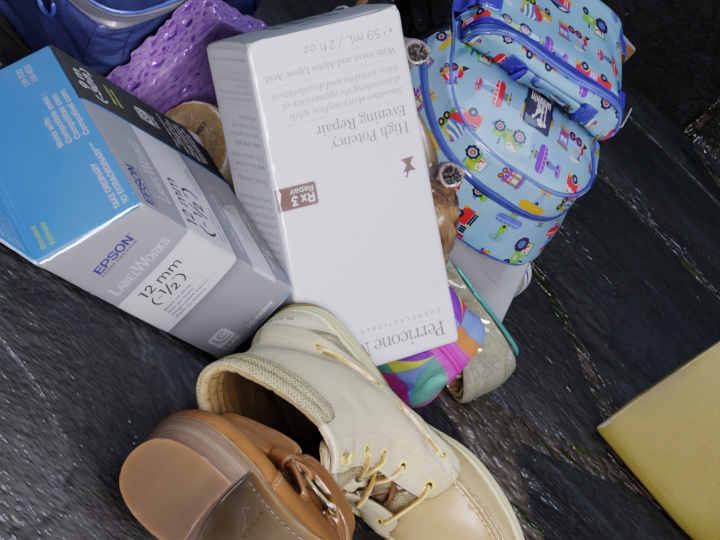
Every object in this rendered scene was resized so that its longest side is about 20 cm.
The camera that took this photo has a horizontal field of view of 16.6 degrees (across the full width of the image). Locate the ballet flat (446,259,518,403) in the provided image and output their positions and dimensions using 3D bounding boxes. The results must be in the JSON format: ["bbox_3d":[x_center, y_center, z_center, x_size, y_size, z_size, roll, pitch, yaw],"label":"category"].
[{"bbox_3d":[0.036,0.004,1.714,0.201,0.062,0.067,54,-19,-4],"label":"ballet flat"}]

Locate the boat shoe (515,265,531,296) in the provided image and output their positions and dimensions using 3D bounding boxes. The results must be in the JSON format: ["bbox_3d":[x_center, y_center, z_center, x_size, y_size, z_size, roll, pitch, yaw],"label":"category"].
[{"bbox_3d":[0.051,-0.023,1.906,0.199,0.072,0.062,31,36,-26],"label":"boat shoe"}]

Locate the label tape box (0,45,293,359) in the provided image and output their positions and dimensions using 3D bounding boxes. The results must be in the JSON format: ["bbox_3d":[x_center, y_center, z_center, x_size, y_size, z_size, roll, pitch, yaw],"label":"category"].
[{"bbox_3d":[-0.142,-0.048,1.357,0.200,0.066,0.144,34,18,-48],"label":"label tape box"}]

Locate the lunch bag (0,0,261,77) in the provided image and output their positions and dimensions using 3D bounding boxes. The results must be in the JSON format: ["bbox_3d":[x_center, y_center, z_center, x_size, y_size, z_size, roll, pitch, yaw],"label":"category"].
[{"bbox_3d":[-0.142,-0.214,1.560,0.200,0.133,0.136,-32,74,-38],"label":"lunch bag"}]

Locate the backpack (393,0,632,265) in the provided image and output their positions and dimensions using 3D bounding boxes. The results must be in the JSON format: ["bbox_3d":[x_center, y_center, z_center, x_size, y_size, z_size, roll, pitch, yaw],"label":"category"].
[{"bbox_3d":[0.101,-0.115,1.785,0.182,0.134,0.201,34,42,-23],"label":"backpack"}]

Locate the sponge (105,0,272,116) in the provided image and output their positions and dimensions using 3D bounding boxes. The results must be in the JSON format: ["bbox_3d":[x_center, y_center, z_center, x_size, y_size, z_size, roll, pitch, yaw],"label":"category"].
[{"bbox_3d":[-0.088,-0.112,1.606,0.030,0.111,0.200,54,15,23],"label":"sponge"}]

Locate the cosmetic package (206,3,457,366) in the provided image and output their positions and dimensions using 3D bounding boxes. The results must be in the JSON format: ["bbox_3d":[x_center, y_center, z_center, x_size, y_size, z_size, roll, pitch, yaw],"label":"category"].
[{"bbox_3d":[-0.016,-0.044,1.425,0.074,0.101,0.201,12,-63,66],"label":"cosmetic package"}]

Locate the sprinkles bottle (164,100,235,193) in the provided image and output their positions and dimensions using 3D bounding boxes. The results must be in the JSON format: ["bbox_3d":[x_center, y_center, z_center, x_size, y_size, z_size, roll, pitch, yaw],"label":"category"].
[{"bbox_3d":[-0.061,-0.052,1.612,0.068,0.068,0.200,53,15,28],"label":"sprinkles bottle"}]

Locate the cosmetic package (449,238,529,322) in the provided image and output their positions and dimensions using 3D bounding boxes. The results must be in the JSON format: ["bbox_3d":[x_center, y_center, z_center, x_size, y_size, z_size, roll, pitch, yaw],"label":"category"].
[{"bbox_3d":[0.037,-0.051,1.819,0.200,0.052,0.151,44,39,-12],"label":"cosmetic package"}]

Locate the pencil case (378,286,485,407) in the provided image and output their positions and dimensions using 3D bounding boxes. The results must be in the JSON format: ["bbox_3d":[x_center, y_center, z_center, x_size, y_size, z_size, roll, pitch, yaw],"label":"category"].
[{"bbox_3d":[0.000,0.000,1.550,0.200,0.088,0.089,48,9,-37],"label":"pencil case"}]

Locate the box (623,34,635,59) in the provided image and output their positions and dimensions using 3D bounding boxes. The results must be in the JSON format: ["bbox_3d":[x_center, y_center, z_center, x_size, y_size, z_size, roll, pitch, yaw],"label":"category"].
[{"bbox_3d":[0.134,-0.199,2.354,0.152,0.200,0.107,27,21,-54],"label":"box"}]

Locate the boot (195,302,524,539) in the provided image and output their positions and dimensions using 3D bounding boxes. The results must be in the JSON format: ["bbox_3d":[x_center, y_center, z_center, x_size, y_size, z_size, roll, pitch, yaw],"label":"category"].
[{"bbox_3d":[0.001,0.111,1.315,0.200,0.073,0.155,51,16,2],"label":"boot"}]

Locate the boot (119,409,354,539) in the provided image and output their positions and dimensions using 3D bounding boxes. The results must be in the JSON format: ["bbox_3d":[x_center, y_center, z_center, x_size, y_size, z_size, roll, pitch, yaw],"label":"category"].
[{"bbox_3d":[-0.022,0.140,1.164,0.200,0.074,0.155,50,9,5],"label":"boot"}]

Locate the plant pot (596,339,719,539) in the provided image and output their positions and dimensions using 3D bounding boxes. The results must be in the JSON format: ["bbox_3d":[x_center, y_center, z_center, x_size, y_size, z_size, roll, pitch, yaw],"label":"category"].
[{"bbox_3d":[0.339,0.147,2.024,0.201,0.195,0.194,56,14,5],"label":"plant pot"}]

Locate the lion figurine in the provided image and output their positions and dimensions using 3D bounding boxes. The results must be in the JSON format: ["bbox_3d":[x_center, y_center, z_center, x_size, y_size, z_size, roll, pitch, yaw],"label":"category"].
[{"bbox_3d":[0.022,-0.090,1.624,0.123,0.072,0.201,111,-30,-79],"label":"lion figurine"}]
